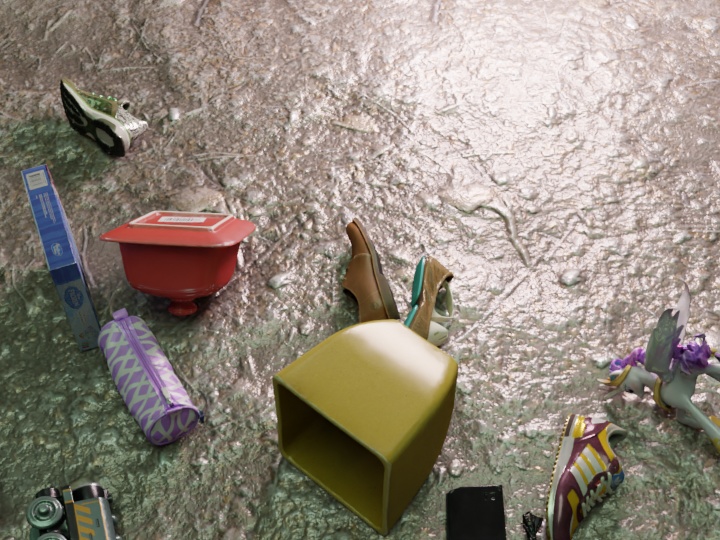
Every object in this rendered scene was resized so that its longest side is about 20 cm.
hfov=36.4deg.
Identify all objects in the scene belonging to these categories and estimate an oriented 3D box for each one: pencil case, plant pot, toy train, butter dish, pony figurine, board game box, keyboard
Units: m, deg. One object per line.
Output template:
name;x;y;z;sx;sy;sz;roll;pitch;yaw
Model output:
pencil case;-0.302;0.153;1.544;0.084;0.086;0.200;-27;55;-19
plant pot;0.025;0.184;1.444;0.194;0.196;0.200;34;57;25
toy train;-0.359;0.362;1.396;0.114;0.085;0.200;-8;50;-19
butter dish;-0.267;-0.006;1.634;0.199;0.148;0.199;3;13;7
pony figurine;0.436;0.131;1.476;0.200;0.194;0.166;27;26;22
board game box;-0.436;-0.017;1.607;0.043;0.199;0.200;-17;54;-13
keyboard;0.175;0.368;1.400;0.127;0.021;0.201;-4;53;7

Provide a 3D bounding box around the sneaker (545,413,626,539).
sneaker;0.296;0.278;1.427;0.090;0.075;0.200;9;55;16

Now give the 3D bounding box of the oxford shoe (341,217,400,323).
oxford shoe;0.000;0.000;1.658;0.071;0.071;0.200;-21;50;5

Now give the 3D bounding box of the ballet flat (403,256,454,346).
ballet flat;0.099;0.067;1.612;0.072;0.068;0.200;22;51;-4

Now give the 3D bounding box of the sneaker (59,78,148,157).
sneaker;-0.443;-0.273;1.893;0.200;0.077;0.089;40;51;22
